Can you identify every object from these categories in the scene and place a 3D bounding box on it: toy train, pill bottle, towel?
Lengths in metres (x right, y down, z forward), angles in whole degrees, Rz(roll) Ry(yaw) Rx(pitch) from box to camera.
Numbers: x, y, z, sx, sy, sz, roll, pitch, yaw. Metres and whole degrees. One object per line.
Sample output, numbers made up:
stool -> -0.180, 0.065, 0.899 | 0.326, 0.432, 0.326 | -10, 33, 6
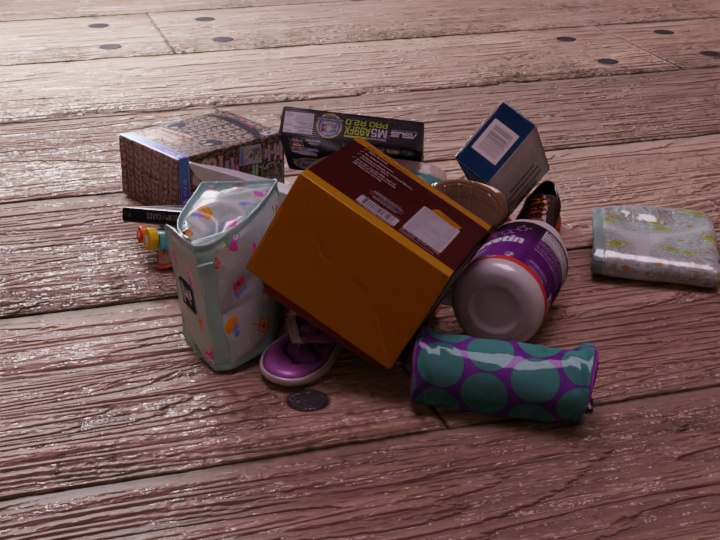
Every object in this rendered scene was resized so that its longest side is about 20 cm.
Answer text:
toy train -> -0.200, -0.030, 1.735 | 0.199, 0.056, 0.150 | 3, 5, 21
pill bottle -> 0.190, 0.007, 1.581 | 0.112, 0.113, 0.200 | 9, 25, 18
towel -> 0.403, -0.038, 1.767 | 0.171, 0.048, 0.200 | 4, 25, 10

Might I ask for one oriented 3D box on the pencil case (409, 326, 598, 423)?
pencil case -> 0.153, 0.111, 1.384 | 0.199, 0.085, 0.093 | 6, 41, 11

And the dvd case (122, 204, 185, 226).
dvd case -> -0.209, -0.074, 1.774 | 0.200, 0.025, 0.150 | 6, 7, 44

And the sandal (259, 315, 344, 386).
sandal -> -0.055, 0.072, 1.505 | 0.082, 0.050, 0.203 | 11, 26, 23

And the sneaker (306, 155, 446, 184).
sneaker -> 0.017, -0.110, 1.777 | 0.199, 0.071, 0.080 | 4, 49, 9

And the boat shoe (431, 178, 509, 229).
boat shoe -> 0.107, -0.074, 1.662 | 0.199, 0.072, 0.065 | -7, -9, 32

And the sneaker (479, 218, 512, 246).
sneaker -> 0.151, -0.060, 1.764 | 0.075, 0.081, 0.200 | -51, 25, -8

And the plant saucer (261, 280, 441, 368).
plant saucer -> -0.015, 0.031, 1.521 | 0.199, 0.037, 0.200 | 34, 25, 3

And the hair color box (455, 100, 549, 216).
hair color box -> 0.193, -0.144, 1.727 | 0.060, 0.100, 0.200 | 41, 0, 18

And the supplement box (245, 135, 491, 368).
supplement box -> 0.014, -0.028, 1.459 | 0.197, 0.133, 0.200 | 35, 25, 6

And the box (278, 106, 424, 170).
box -> -0.009, -0.177, 1.830 | 0.199, 0.044, 0.160 | 7, -13, 3

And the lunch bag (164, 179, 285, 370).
lunch bag -> -0.157, 0.003, 1.512 | 0.122, 0.171, 0.200 | -1, 25, 11

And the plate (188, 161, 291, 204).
plate -> -0.100, -0.095, 1.706 | 0.199, 0.032, 0.200 | 18, 6, 26

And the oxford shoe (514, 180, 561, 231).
oxford shoe -> 0.240, -0.068, 1.797 | 0.071, 0.073, 0.200 | 7, 25, 12

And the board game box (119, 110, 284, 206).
board game box -> -0.241, -0.164, 1.969 | 0.200, 0.097, 0.159 | -20, 31, -39
